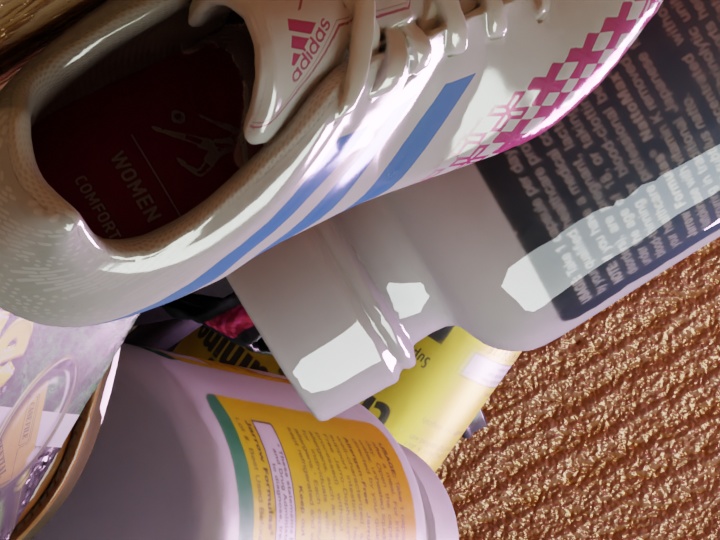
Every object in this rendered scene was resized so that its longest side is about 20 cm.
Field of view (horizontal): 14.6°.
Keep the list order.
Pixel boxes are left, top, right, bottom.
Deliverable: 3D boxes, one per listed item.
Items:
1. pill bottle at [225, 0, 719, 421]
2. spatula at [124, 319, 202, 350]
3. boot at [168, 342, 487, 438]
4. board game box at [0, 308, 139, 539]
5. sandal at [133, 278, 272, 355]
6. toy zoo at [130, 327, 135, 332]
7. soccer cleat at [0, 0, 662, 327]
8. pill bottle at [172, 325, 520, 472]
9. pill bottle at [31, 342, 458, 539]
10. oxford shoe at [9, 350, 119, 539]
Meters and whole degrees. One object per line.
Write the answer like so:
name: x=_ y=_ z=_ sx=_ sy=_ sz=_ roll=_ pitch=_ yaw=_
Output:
pill bottle: x=0.051 y=-0.048 z=0.772 sx=0.199 sy=0.120 sz=0.120 roll=-31 pitch=179 yaw=0
spatula: x=-0.105 y=0.039 z=0.950 sx=0.199 sy=0.021 sz=0.057 roll=-30 pitch=167 yaw=-18
boot: x=-0.066 y=0.050 z=1.200 sx=0.199 sy=0.165 sz=0.066 roll=-31 pitch=150 yaw=-3
board game box: x=-0.113 y=0.038 z=0.659 sx=0.105 sy=0.023 sz=0.200 roll=-62 pitch=165 yaw=3
sandal: x=0.000 y=0.000 z=0.856 sx=0.199 sy=0.045 sz=0.075 roll=-7 pitch=157 yaw=3
toy zoo: x=-0.089 y=0.007 z=0.967 sx=0.131 sy=0.021 sz=0.200 roll=-41 pitch=166 yaw=36
soccer cleat: x=0.001 y=-0.050 z=0.617 sx=0.199 sy=0.070 sz=0.086 roll=-33 pitch=173 yaw=-17
pill bottle: x=-0.025 y=0.059 z=1.104 sx=0.200 sy=0.112 sz=0.112 roll=-55 pitch=176 yaw=7
pill bottle: x=-0.046 y=0.089 z=0.945 sx=0.112 sy=0.113 sz=0.200 roll=-31 pitch=160 yaw=20
oxford shoe: x=-0.132 y=0.055 z=0.806 sx=0.071 sy=0.071 sz=0.201 roll=6 pitch=122 yaw=-53
